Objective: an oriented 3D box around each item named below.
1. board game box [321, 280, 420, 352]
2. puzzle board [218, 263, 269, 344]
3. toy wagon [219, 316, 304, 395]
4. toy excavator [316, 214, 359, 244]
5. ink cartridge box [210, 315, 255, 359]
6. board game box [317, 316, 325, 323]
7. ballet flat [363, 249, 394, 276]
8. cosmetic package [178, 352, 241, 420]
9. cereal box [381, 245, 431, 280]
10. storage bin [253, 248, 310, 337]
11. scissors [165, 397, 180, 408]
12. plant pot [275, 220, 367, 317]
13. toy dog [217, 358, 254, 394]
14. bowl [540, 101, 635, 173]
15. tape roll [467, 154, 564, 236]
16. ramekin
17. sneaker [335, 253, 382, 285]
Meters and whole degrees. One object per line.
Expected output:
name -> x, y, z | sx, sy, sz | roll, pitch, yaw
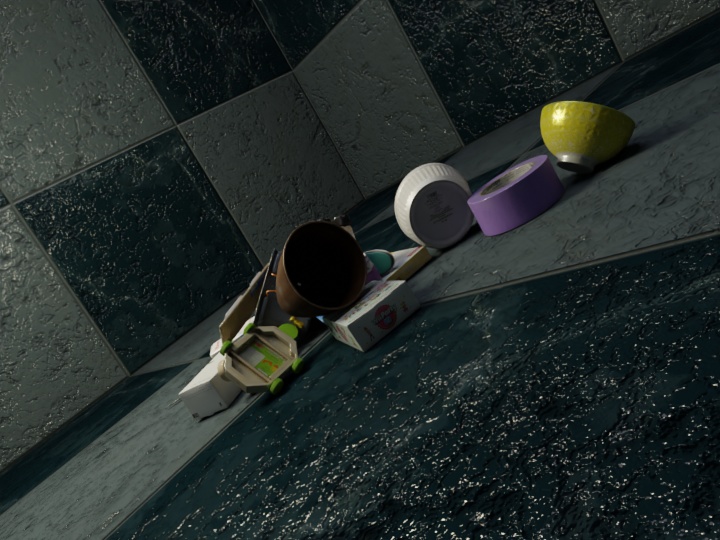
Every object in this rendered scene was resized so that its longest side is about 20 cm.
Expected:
board game box -> 0.017, 0.085, 1.168 | 0.146, 0.065, 0.200 | -36, 9, -14
puzzle board -> -0.287, 0.088, 1.435 | 0.202, 0.017, 0.152 | -57, -8, -27
toy wagon -> -0.191, 0.171, 1.211 | 0.199, 0.153, 0.040 | -40, -28, -42
toy excavator -> -0.076, -0.053, 1.446 | 0.192, 0.102, 0.199 | -14, -12, -43
ink cartridge box -> -0.311, 0.197, 1.600 | 0.198, 0.085, 0.145 | -34, 10, -9
board game box -> -0.024, 0.086, 1.368 | 0.156, 0.039, 0.199 | -35, 18, -13
ballet flat -> 0.000, 0.000, 1.400 | 0.197, 0.071, 0.070 | -25, 12, 22
cosmetic package -> -0.327, 0.257, 1.378 | 0.111, 0.082, 0.200 | -26, 11, 24
cereal box -> 0.074, 0.003, 1.441 | 0.143, 0.040, 0.199 | -40, 13, -21
storage bin -> -0.174, 0.063, 1.424 | 0.146, 0.131, 0.205 | 109, 174, -69
scissors -> -0.474, 0.337, 1.669 | 0.197, 0.014, 0.073 | -33, 12, 6
plant pot -> -0.108, 0.023, 1.240 | 0.186, 0.188, 0.200 | -38, -2, -33
toy dog -> -0.228, 0.216, 1.313 | 0.131, 0.098, 0.198 | -27, -4, 43
bowl -> 0.474, -0.274, 1.241 | 0.200, 0.195, 0.111 | -163, 89, -77
tape roll -> 0.343, -0.167, 1.281 | 0.197, 0.086, 0.200 | -31, 10, 6
ramekin -> 0.184, -0.149, 1.397 | 0.197, 0.203, 0.105 | -31, 19, 7
sneaker -> -0.052, 0.019, 1.335 | 0.197, 0.116, 0.073 | -24, 19, 23
